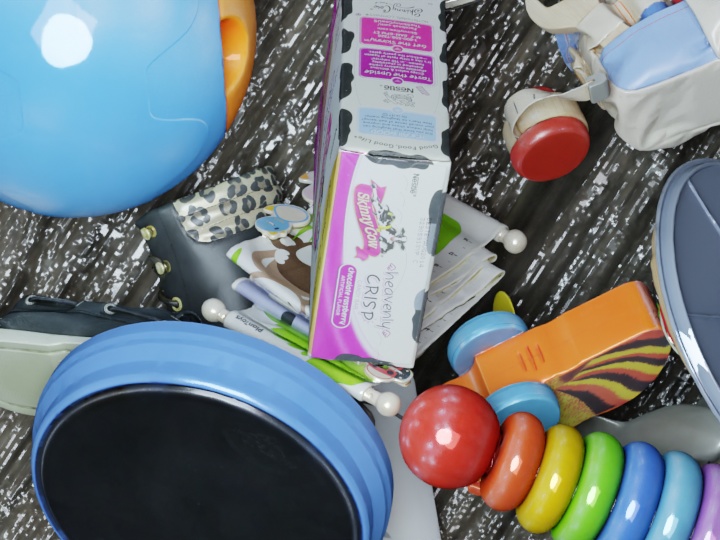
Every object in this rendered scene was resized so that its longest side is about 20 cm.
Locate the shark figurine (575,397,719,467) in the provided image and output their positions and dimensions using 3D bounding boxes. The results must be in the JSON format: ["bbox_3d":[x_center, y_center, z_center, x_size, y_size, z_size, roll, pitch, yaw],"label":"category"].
[{"bbox_3d":[0.130,0.126,1.667,0.089,0.128,0.215,32,118,-9],"label":"shark figurine"}]

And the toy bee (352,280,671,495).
[{"bbox_3d":[0.076,0.072,1.628,0.198,0.109,0.132,-3,56,11],"label":"toy bee"}]

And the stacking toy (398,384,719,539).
[{"bbox_3d":[0.114,0.114,1.535,0.199,0.085,0.086,21,92,-8],"label":"stacking toy"}]

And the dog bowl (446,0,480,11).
[{"bbox_3d":[0.027,-0.246,1.616,0.198,0.074,0.201,-1,121,-2],"label":"dog bowl"}]

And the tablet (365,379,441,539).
[{"bbox_3d":[-0.016,0.161,1.663,0.129,0.014,0.201,-14,110,-11],"label":"tablet"}]

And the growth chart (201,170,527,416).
[{"bbox_3d":[0.000,0.000,1.612,0.144,0.200,0.018,24,129,17],"label":"growth chart"}]

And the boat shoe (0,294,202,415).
[{"bbox_3d":[-0.115,0.049,1.607,0.198,0.066,0.075,4,129,22],"label":"boat shoe"}]

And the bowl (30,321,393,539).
[{"bbox_3d":[-0.082,0.113,1.566,0.199,0.040,0.201,9,134,10],"label":"bowl"}]

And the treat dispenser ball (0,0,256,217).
[{"bbox_3d":[-0.156,-0.130,1.604,0.199,0.201,0.203,0,92,1],"label":"treat dispenser ball"}]

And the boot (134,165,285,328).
[{"bbox_3d":[-0.104,0.045,1.674,0.202,0.073,0.155,-24,89,-3],"label":"boot"}]

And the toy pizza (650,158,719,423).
[{"bbox_3d":[0.218,0.034,1.620,0.032,0.200,0.201,-27,91,34],"label":"toy pizza"}]

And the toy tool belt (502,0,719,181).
[{"bbox_3d":[0.159,-0.135,1.653,0.199,0.125,0.123,-22,55,-2],"label":"toy tool belt"}]

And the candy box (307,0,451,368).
[{"bbox_3d":[0.009,-0.064,1.569,0.061,0.201,0.137,6,126,-5],"label":"candy box"}]
